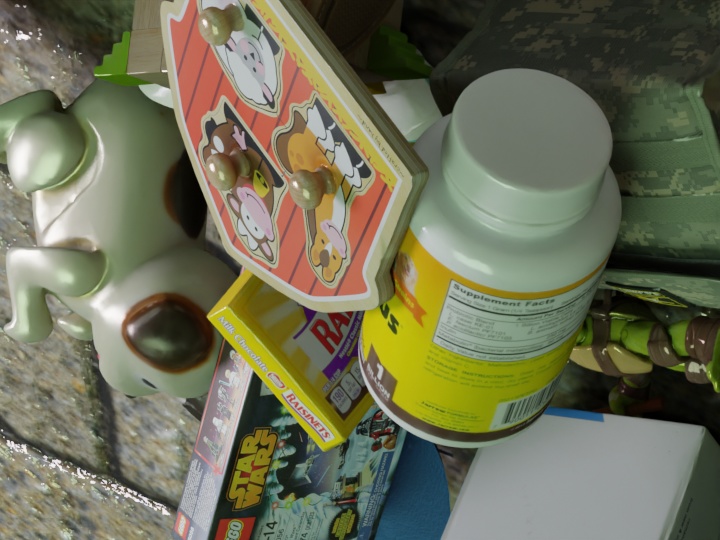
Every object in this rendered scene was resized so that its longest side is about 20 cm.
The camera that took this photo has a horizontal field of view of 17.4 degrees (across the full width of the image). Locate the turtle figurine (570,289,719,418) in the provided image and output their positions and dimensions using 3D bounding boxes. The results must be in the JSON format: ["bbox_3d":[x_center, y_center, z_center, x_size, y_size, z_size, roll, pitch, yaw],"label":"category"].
[{"bbox_3d":[0.159,0.046,1.352,0.161,0.065,0.200,5,156,37],"label":"turtle figurine"}]

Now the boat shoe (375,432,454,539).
[{"bbox_3d":[0.010,0.097,1.533,0.069,0.084,0.201,-119,12,-74],"label":"boat shoe"}]

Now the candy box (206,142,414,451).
[{"bbox_3d":[0.000,0.000,1.337,0.102,0.200,0.026,47,138,-12],"label":"candy box"}]

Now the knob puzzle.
[{"bbox_3d":[-0.051,-0.057,1.180,0.220,0.030,0.220,41,146,36],"label":"knob puzzle"}]

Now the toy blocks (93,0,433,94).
[{"bbox_3d":[-0.048,-0.170,1.274,0.200,0.137,0.100,-1,170,38],"label":"toy blocks"}]

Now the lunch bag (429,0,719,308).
[{"bbox_3d":[0.151,-0.052,1.240,0.164,0.118,0.200,7,138,36],"label":"lunch bag"}]

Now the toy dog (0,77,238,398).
[{"bbox_3d":[-0.132,-0.015,1.449,0.193,0.140,0.201,-26,74,12],"label":"toy dog"}]

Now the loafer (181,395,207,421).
[{"bbox_3d":[-0.078,0.084,1.595,0.071,0.073,0.200,-10,116,55],"label":"loafer"}]

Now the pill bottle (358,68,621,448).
[{"bbox_3d":[0.065,-0.006,1.172,0.109,0.109,0.200,29,143,11],"label":"pill bottle"}]

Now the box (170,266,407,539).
[{"bbox_3d":[-0.028,0.078,1.426,0.040,0.137,0.201,37,119,45],"label":"box"}]

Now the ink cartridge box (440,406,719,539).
[{"bbox_3d":[0.159,0.195,1.407,0.147,0.145,0.200,5,149,36],"label":"ink cartridge box"}]

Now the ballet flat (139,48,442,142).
[{"bbox_3d":[-0.044,-0.122,1.356,0.199,0.070,0.070,12,134,22],"label":"ballet flat"}]

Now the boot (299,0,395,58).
[{"bbox_3d":[-0.046,-0.204,1.185,0.155,0.201,0.077,13,167,19],"label":"boot"}]
